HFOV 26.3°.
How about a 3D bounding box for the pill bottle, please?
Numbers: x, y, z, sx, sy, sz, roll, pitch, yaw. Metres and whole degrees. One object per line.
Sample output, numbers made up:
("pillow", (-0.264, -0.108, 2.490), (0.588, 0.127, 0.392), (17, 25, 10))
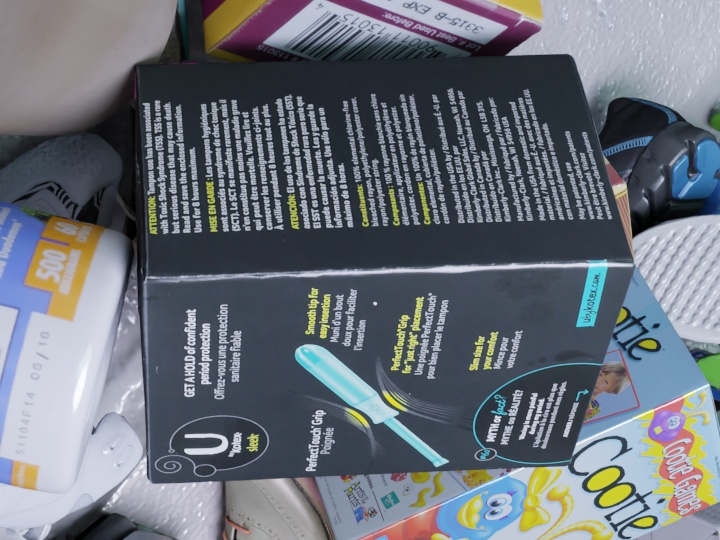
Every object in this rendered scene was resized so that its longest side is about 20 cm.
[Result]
("pill bottle", (-0.201, 0.015, 0.623), (0.199, 0.112, 0.113), (14, 93, -7))

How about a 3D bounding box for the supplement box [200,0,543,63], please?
("supplement box", (-0.003, -0.192, 0.737), (0.130, 0.103, 0.201), (12, 59, -38))

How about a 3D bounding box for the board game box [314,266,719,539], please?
("board game box", (0.081, 0.096, 0.820), (0.199, 0.105, 0.103), (-24, 135, 1))

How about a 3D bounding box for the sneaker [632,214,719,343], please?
("sneaker", (0.253, 0.006, 0.921), (0.079, 0.199, 0.079), (25, 65, -81))

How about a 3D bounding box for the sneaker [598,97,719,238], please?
("sneaker", (0.140, -0.017, 0.967), (0.200, 0.082, 0.073), (-50, 137, 6))

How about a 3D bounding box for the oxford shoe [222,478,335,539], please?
("oxford shoe", (-0.049, 0.153, 0.862), (0.074, 0.071, 0.201), (-34, 116, -14))

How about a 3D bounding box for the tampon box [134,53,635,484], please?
("tampon box", (0.000, 0.000, 0.691), (0.199, 0.127, 0.150), (-2, 140, -9))

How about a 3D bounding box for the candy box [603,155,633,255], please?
("candy box", (0.098, 0.029, 0.882), (0.115, 0.055, 0.201), (-23, 133, -7))

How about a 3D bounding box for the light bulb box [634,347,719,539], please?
("light bulb box", (0.222, 0.155, 0.984), (0.199, 0.198, 0.125), (-17, 113, -34))

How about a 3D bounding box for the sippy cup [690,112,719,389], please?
("sippy cup", (0.247, -0.018, 1.013), (0.130, 0.178, 0.140), (26, 113, -27))

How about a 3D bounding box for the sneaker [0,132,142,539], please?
("sneaker", (-0.152, 0.038, 0.748), (0.115, 0.075, 0.201), (36, 77, -51))

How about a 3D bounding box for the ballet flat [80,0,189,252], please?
("ballet flat", (-0.111, -0.098, 0.760), (0.067, 0.068, 0.201), (-12, 108, -10))

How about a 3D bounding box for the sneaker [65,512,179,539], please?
("sneaker", (-0.168, 0.167, 0.779), (0.200, 0.075, 0.107), (25, 81, -47))

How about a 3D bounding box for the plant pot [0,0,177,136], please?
("plant pot", (-0.175, -0.136, 0.641), (0.173, 0.199, 0.201), (19, 89, -56))
